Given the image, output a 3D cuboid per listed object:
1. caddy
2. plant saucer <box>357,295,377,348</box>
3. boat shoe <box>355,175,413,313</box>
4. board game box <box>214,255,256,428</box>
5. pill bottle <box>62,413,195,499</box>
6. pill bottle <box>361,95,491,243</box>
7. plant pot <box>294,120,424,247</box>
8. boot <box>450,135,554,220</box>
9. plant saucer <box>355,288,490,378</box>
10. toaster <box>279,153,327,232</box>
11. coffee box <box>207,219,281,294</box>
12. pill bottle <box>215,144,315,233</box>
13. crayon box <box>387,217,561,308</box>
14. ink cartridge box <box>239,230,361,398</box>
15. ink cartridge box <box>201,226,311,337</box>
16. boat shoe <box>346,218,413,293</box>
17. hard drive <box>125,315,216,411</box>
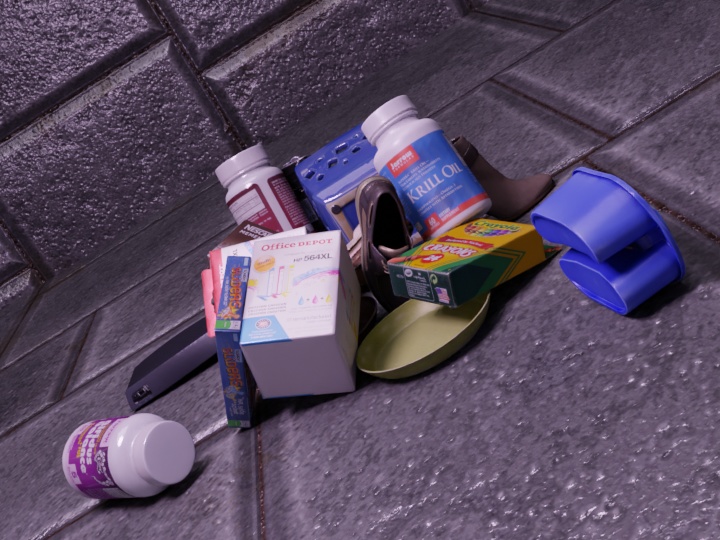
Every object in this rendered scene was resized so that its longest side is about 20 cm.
[{"bbox_3d":[0.278,-0.040,1.195,0.105,0.142,0.200,-36,18,-4],"label":"caddy"},{"bbox_3d":[-0.054,0.110,1.550,0.199,0.037,0.201,-29,18,10],"label":"plant saucer"},{"bbox_3d":[0.036,-0.026,1.471,0.074,0.202,0.073,-17,18,-6],"label":"boat shoe"},{"bbox_3d":[-0.164,0.099,1.464,0.034,0.201,0.136,2,46,2],"label":"board game box"},{"bbox_3d":[-0.316,0.255,1.484,0.199,0.113,0.112,-15,24,45],"label":"pill bottle"},{"bbox_3d":[0.088,-0.143,1.530,0.112,0.201,0.112,-34,-8,-5],"label":"pill bottle"},{"bbox_3d":[0.025,-0.115,1.775,0.199,0.201,0.180,-31,24,4],"label":"plant pot"},{"bbox_3d":[0.181,-0.137,1.623,0.199,0.147,0.070,-36,15,-12],"label":"boot"},{"bbox_3d":[0.086,0.080,1.394,0.199,0.031,0.200,-29,17,10],"label":"plant saucer"},{"bbox_3d":[-0.114,-0.098,1.989,0.180,0.201,0.119,-27,6,21],"label":"toaster"},{"bbox_3d":[-0.131,0.008,1.721,0.199,0.080,0.114,21,43,22],"label":"coffee box"},{"bbox_3d":[-0.164,-0.107,1.872,0.113,0.201,0.114,-29,0,0],"label":"pill bottle"},{"bbox_3d":[0.150,-0.019,1.416,0.199,0.051,0.126,-26,21,-32],"label":"crayon box"},{"bbox_3d":[-0.075,0.048,1.431,0.127,0.126,0.201,-7,49,10],"label":"ink cartridge box"},{"bbox_3d":[-0.156,0.020,1.620,0.198,0.117,0.067,-14,-21,13],"label":"ink cartridge box"},{"bbox_3d":[0.000,0.000,1.541,0.201,0.068,0.072,-58,-19,7],"label":"boat shoe"},{"bbox_3d":[-0.319,0.152,1.871,0.199,0.042,0.135,-35,16,9],"label":"hard drive"}]
